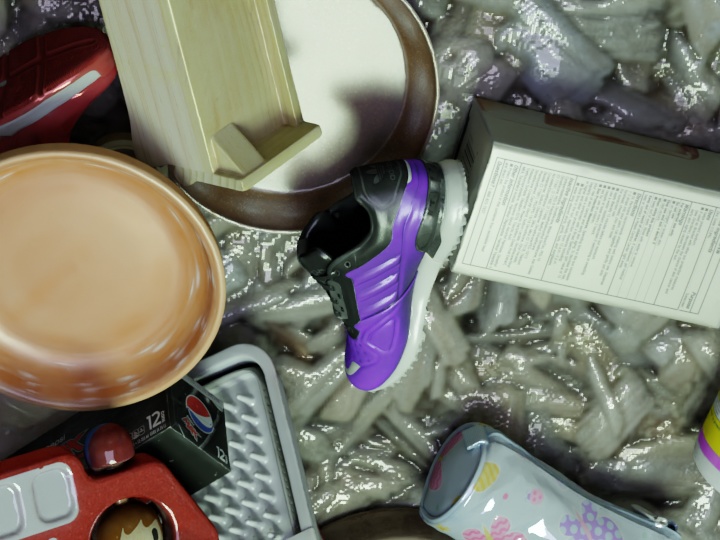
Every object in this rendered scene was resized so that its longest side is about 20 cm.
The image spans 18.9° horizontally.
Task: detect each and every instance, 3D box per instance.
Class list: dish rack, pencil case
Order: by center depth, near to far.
[{"bbox_3d":[-0.103,0.168,1.505,0.171,0.202,0.043,-26,155,24],"label":"dish rack"},{"bbox_3d":[0.142,0.188,1.600,0.199,0.084,0.091,28,128,-19],"label":"pencil case"}]

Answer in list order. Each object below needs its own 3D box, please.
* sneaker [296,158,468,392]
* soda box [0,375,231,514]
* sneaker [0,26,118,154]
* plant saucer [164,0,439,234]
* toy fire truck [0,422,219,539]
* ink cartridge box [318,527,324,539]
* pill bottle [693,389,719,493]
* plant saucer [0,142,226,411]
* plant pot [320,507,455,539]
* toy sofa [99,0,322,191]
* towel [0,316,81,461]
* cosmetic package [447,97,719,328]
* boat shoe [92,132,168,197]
[{"bbox_3d":[0.000,-0.001,1.472,0.099,0.070,0.201,3,132,-18],"label":"sneaker"},{"bbox_3d":[-0.186,0.145,1.489,0.199,0.064,0.071,-31,133,21],"label":"soda box"},{"bbox_3d":[-0.217,-0.073,1.434,0.199,0.079,0.116,-28,127,21],"label":"sneaker"},{"bbox_3d":[-0.047,-0.121,1.443,0.198,0.035,0.202,-4,119,-6],"label":"plant saucer"},{"bbox_3d":[-0.184,0.192,1.396,0.198,0.112,0.170,-17,106,-25],"label":"toy fire truck"},{"bbox_3d":[-0.110,0.268,1.567,0.200,0.146,0.083,-40,135,14],"label":"ink cartridge box"},{"bbox_3d":[0.322,0.072,1.553,0.103,0.104,0.201,14,115,-14],"label":"pill bottle"},{"bbox_3d":[-0.185,0.001,1.395,0.198,0.038,0.202,0,125,0],"label":"plant saucer"},{"bbox_3d":[0.032,0.304,1.597,0.198,0.175,0.202,-3,117,-6],"label":"plant pot"},{"bbox_3d":[-0.102,-0.157,1.354,0.083,0.097,0.202,-38,127,-38],"label":"toy sofa"},{"bbox_3d":[-0.283,0.082,1.495,0.199,0.032,0.191,35,120,-25],"label":"towel"},{"bbox_3d":[0.162,-0.040,1.483,0.198,0.087,0.104,13,114,-13],"label":"cosmetic package"},{"bbox_3d":[-0.160,0.005,1.461,0.071,0.066,0.202,5,127,4],"label":"boat shoe"}]
